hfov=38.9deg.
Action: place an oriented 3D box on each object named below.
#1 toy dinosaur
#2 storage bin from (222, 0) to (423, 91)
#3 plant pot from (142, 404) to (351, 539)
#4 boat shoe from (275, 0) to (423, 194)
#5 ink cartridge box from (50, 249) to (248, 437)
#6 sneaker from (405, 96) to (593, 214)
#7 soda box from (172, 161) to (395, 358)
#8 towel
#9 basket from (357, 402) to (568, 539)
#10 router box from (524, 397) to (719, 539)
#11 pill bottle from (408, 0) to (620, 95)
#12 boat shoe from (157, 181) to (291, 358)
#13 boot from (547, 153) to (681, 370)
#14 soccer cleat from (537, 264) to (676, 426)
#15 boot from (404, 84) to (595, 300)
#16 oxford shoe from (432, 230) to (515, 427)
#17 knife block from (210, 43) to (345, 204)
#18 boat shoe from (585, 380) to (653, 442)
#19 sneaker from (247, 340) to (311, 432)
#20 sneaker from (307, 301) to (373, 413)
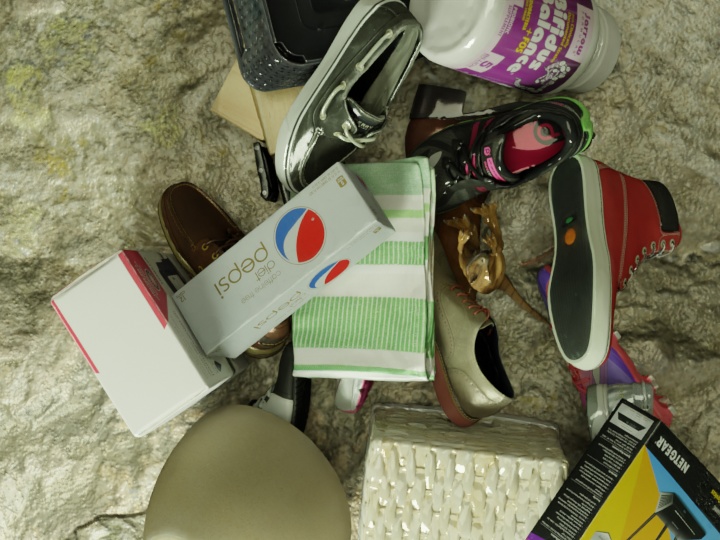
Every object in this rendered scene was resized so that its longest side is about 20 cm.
[{"bbox_3d":[0.119,-0.002,0.960,0.060,0.199,0.108,-15,77,21],"label":"toy dinosaur"},{"bbox_3d":[-0.020,-0.257,0.953,0.197,0.093,0.137,-15,91,-27],"label":"storage bin"},{"bbox_3d":[-0.124,0.246,0.947,0.197,0.134,0.204,12,116,25],"label":"plant pot"},{"bbox_3d":[-0.012,-0.142,0.893,0.064,0.070,0.202,52,124,37],"label":"boat shoe"},{"bbox_3d":[-0.192,0.062,0.972,0.084,0.200,0.146,-33,88,3],"label":"ink cartridge box"},{"bbox_3d":[0.114,-0.106,0.934,0.198,0.084,0.078,-24,94,20],"label":"sneaker"},{"bbox_3d":[-0.068,-0.006,0.923,0.199,0.064,0.069,-38,73,11],"label":"soda box"},{"bbox_3d":[0.000,0.000,0.950,0.150,0.023,0.204,-2,88,25],"label":"towel"},{"bbox_3d":[0.091,0.246,0.972,0.195,0.161,0.204,6,94,4],"label":"basket"},{"bbox_3d":[0.248,0.225,0.897,0.200,0.051,0.150,40,84,-37],"label":"router box"},{"bbox_3d":[0.148,-0.224,0.930,0.111,0.198,0.114,-8,79,48],"label":"pill bottle"},{"bbox_3d":[-0.130,-0.011,1.013,0.071,0.068,0.201,-28,78,-31],"label":"boat shoe"},{"bbox_3d":[0.249,0.000,0.957,0.142,0.072,0.203,13,70,-27],"label":"boot"},{"bbox_3d":[0.227,0.087,1.002,0.076,0.067,0.201,-38,91,10],"label":"soccer cleat"},{"bbox_3d":[0.123,-0.068,1.005,0.185,0.068,0.204,10,95,2],"label":"boot"},{"bbox_3d":[0.094,0.040,0.958,0.074,0.070,0.203,-28,79,40],"label":"oxford shoe"},{"bbox_3d":[-0.051,-0.157,1.020,0.174,0.064,0.202,29,94,3],"label":"knife block"},{"bbox_3d":[0.262,0.188,0.962,0.064,0.075,0.204,-11,119,19],"label":"boat shoe"},{"bbox_3d":[-0.101,0.164,1.028,0.087,0.074,0.203,12,97,9],"label":"sneaker"},{"bbox_3d":[-0.027,0.041,1.021,0.087,0.081,0.204,-4,85,10],"label":"sneaker"}]
